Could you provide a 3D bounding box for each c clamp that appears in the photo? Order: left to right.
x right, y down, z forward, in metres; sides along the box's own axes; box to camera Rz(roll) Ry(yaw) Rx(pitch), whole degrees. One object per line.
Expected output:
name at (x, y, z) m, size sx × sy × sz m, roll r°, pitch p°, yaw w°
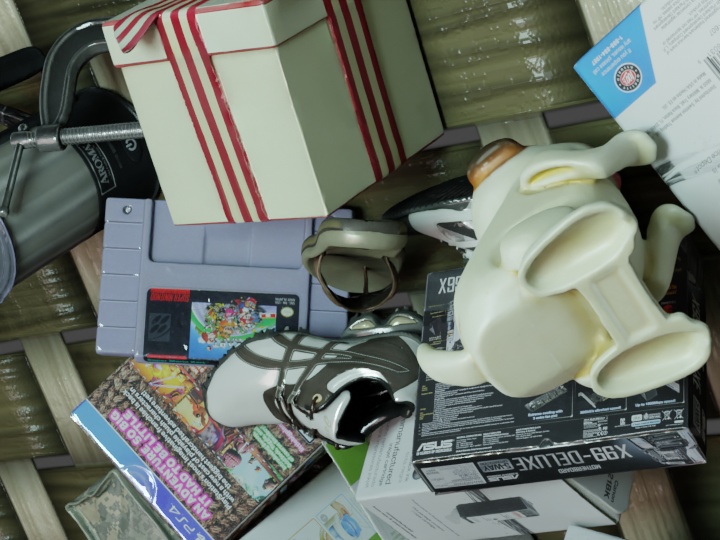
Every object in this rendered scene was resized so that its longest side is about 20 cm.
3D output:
c clamp at (-0.186, -0.129, 1.571) m, size 0.198 × 0.172 × 0.027 m, roll -9°, pitch 151°, yaw 15°

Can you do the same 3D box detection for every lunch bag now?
lunch bag at (-0.128, 0.232, 1.738) m, size 0.201 × 0.164 × 0.117 m, roll 53°, pitch 136°, yaw 1°

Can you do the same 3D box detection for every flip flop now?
flip flop at (0.000, 0.000, 1.458) m, size 0.200 × 0.080 × 0.058 m, roll 125°, pitch 141°, yaw -81°

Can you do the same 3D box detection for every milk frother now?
milk frother at (-0.307, -0.069, 1.690) m, size 0.181 × 0.188 × 0.200 m, roll 51°, pitch 135°, yaw 3°

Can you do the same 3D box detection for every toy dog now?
toy dog at (0.129, -0.007, 1.300) m, size 0.193 × 0.201 × 0.139 m, roll -37°, pitch 115°, yaw 21°

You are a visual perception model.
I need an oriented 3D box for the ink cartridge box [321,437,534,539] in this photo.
ink cartridge box at (0.042, 0.197, 1.591) m, size 0.075 × 0.148 × 0.201 m, roll -26°, pitch 96°, yaw 46°

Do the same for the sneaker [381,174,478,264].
sneaker at (0.102, -0.025, 1.460) m, size 0.199 × 0.074 × 0.089 m, roll -3°, pitch 111°, yaw 41°

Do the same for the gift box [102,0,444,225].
gift box at (-0.065, -0.146, 1.444) m, size 0.183 × 0.200 × 0.188 m, roll -5°, pitch 111°, yaw 35°

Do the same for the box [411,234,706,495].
box at (0.137, 0.064, 1.375) m, size 0.198 × 0.159 × 0.050 m, roll -10°, pitch 143°, yaw 22°

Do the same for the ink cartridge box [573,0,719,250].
ink cartridge box at (0.258, -0.106, 1.275) m, size 0.201 × 0.084 × 0.146 m, roll 51°, pitch 136°, yaw 2°

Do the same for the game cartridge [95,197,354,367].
game cartridge at (-0.106, 0.011, 1.568) m, size 0.198 × 0.131 × 0.038 m, roll 3°, pitch 165°, yaw 1°

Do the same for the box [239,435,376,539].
box at (-0.039, 0.240, 1.645) m, size 0.102 × 0.200 × 0.113 m, roll 48°, pitch 137°, yaw 6°

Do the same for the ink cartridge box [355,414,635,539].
ink cartridge box at (0.107, 0.116, 1.479) m, size 0.199 × 0.145 × 0.084 m, roll -13°, pitch 140°, yaw 42°

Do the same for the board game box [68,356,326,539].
board game box at (-0.106, 0.112, 1.614) m, size 0.160 × 0.200 × 0.097 m, roll 46°, pitch 173°, yaw 8°

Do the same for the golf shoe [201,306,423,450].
golf shoe at (-0.037, 0.091, 1.493) m, size 0.198 × 0.095 × 0.078 m, roll -19°, pitch 127°, yaw 24°

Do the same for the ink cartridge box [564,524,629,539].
ink cartridge box at (0.249, 0.269, 1.433) m, size 0.174 × 0.085 × 0.200 m, roll 13°, pitch 164°, yaw 33°
